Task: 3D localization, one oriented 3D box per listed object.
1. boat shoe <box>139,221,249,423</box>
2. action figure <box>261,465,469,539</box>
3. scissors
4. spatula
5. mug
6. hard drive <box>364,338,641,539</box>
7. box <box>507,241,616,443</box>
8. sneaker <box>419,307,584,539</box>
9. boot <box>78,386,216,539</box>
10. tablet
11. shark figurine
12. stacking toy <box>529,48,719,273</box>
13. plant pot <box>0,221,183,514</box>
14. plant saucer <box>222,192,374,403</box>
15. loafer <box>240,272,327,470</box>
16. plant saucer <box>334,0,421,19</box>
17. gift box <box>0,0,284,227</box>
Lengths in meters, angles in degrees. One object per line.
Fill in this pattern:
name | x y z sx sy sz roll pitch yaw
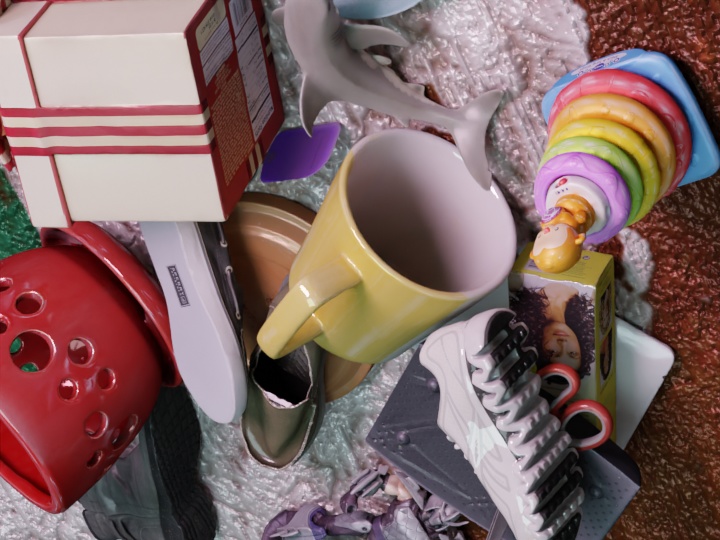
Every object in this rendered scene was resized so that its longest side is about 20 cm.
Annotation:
boat shoe | -0.121 0.022 1.674 0.068 0.056 0.202 -1 109 47
action figure | 0.010 0.232 1.807 0.199 0.069 0.131 -20 101 32
scissors | 0.119 0.150 1.587 0.073 0.014 0.200 38 124 1
spatula | -0.094 -0.074 1.671 0.021 0.057 0.199 40 140 -27
mug | 0.003 -0.007 1.587 0.185 0.150 0.153 5 147 -29
hard drive | 0.113 0.141 1.622 0.199 0.042 0.135 33 131 5
box | 0.158 0.079 1.618 0.075 0.050 0.201 9 125 23
sneaker | 0.105 0.126 1.537 0.081 0.075 0.202 -12 101 37
boot | -0.212 0.178 1.891 0.131 0.070 0.202 10 121 28
tablet | 0.140 0.062 1.657 0.199 0.014 0.131 29 130 7
shark figurine | -0.001 -0.130 1.539 0.214 0.090 0.128 34 160 -30
stacking toy | 0.160 -0.058 1.441 0.115 0.200 0.110 -18 112 36
plant pot | -0.251 0.073 1.732 0.200 0.182 0.201 41 157 21
plant saucer | -0.076 0.030 1.737 0.199 0.032 0.202 13 127 19
loafer | -0.068 0.092 1.708 0.075 0.070 0.201 21 129 14
plant saucer | -0.012 -0.279 1.489 0.199 0.039 0.202 14 127 19
gift box | -0.177 -0.158 1.573 0.185 0.185 0.202 -1 118 18
